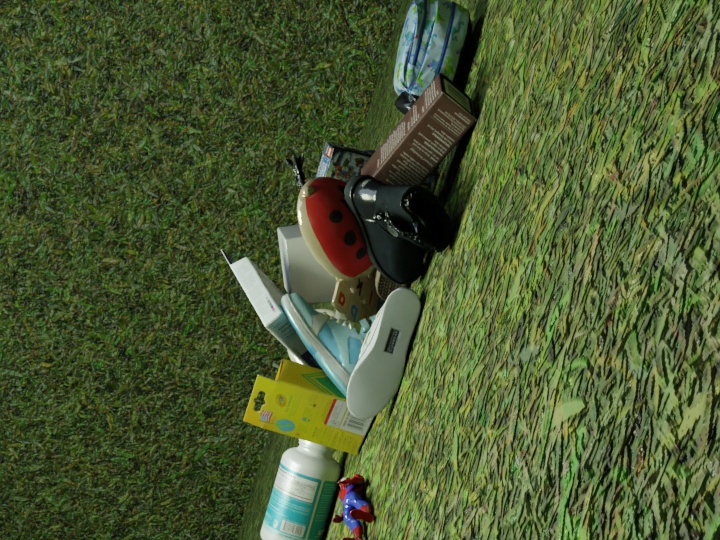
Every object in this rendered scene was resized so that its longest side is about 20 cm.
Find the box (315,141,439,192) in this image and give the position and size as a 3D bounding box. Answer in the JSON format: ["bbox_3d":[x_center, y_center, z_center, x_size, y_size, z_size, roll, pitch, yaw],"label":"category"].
[{"bbox_3d":[0.017,-0.118,1.653,0.040,0.198,0.139,46,122,58],"label":"box"}]

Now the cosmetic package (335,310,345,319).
[{"bbox_3d":[0.013,0.018,1.920,0.106,0.070,0.202,-85,13,-56],"label":"cosmetic package"}]

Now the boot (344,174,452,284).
[{"bbox_3d":[0.071,-0.045,1.455,0.076,0.201,0.168,-40,30,-18],"label":"boot"}]

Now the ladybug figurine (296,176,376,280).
[{"bbox_3d":[-0.022,-0.065,1.540,0.071,0.200,0.137,-4,59,35],"label":"ladybug figurine"}]

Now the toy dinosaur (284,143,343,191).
[{"bbox_3d":[-0.071,-0.136,1.770,0.199,0.101,0.137,-21,85,55],"label":"toy dinosaur"}]

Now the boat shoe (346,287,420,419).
[{"bbox_3d":[0.033,0.119,1.499,0.066,0.071,0.203,-116,43,-87],"label":"boat shoe"}]

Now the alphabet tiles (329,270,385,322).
[{"bbox_3d":[0.000,0.000,1.738,0.200,0.014,0.198,46,-132,-47],"label":"alphabet tiles"}]

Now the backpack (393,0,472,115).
[{"bbox_3d":[0.120,-0.355,1.709,0.202,0.153,0.163,-60,1,5],"label":"backpack"}]

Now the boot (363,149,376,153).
[{"bbox_3d":[0.049,-0.180,1.826,0.200,0.065,0.166,-37,-21,-44],"label":"boot"}]

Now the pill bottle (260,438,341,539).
[{"bbox_3d":[-0.099,0.389,1.795,0.111,0.109,0.203,-170,96,-84],"label":"pill bottle"}]

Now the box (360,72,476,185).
[{"bbox_3d":[0.084,-0.187,1.534,0.200,0.075,0.100,-47,17,22],"label":"box"}]

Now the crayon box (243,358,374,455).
[{"bbox_3d":[-0.079,0.216,1.640,0.051,0.197,0.128,-80,9,-47],"label":"crayon box"}]

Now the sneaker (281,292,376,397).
[{"bbox_3d":[-0.024,0.091,1.590,0.130,0.201,0.080,-38,-7,-7],"label":"sneaker"}]

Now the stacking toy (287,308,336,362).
[{"bbox_3d":[-0.075,0.181,2.184,0.200,0.144,0.148,80,-158,-66],"label":"stacking toy"}]

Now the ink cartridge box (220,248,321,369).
[{"bbox_3d":[-0.142,0.063,1.738,0.201,0.043,0.197,57,-176,38],"label":"ink cartridge box"}]

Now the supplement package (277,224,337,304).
[{"bbox_3d":[-0.079,-0.017,1.830,0.200,0.119,0.122,-137,41,-78],"label":"supplement package"}]

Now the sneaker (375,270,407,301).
[{"bbox_3d":[0.065,-0.051,1.636,0.076,0.070,0.202,-83,12,-62],"label":"sneaker"}]

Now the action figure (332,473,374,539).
[{"bbox_3d":[-0.014,0.336,1.470,0.200,0.051,0.066,-114,37,-84],"label":"action figure"}]
